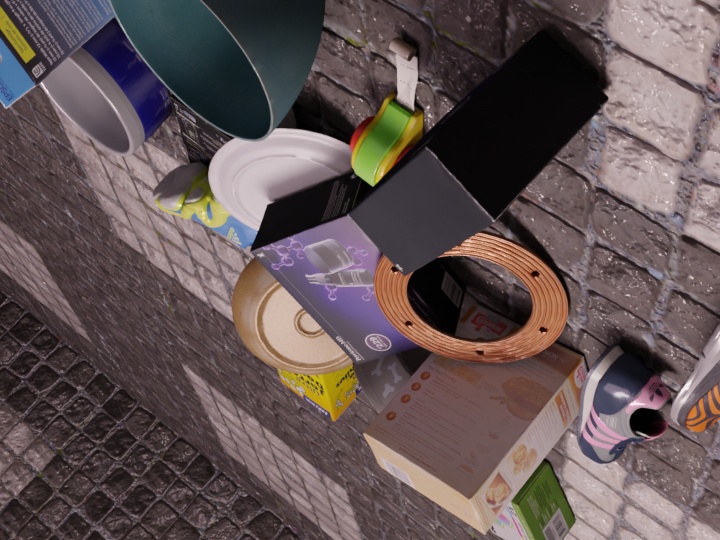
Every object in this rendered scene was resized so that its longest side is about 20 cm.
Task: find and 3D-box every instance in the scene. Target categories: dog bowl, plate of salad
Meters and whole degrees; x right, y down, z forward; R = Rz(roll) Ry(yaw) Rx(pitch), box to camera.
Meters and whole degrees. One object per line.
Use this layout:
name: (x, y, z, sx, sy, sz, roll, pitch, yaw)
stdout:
dog bowl: (-0.339, -0.247, 1.561, 0.199, 0.079, 0.201, 37, 159, 17)
plate of salad: (-0.066, -0.096, 1.319, 0.198, 0.048, 0.201, 6, 147, 4)
dog bowl: (0.082, 0.150, 1.458, 0.200, 0.059, 0.200, 39, -164, -13)

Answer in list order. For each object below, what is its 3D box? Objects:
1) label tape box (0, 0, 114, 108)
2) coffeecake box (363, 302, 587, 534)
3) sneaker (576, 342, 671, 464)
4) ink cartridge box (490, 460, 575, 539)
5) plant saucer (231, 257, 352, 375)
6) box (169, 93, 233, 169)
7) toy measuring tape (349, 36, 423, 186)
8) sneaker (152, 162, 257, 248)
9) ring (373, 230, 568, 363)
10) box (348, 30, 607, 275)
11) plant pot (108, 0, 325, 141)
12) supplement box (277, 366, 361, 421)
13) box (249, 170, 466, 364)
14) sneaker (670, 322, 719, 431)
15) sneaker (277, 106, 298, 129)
label tape box: (-0.367, -0.299, 1.333, 0.066, 0.200, 0.144, 20, 150, 50)
coffeecake box: (0.128, 0.152, 1.297, 0.153, 0.200, 0.073, 27, 155, 38)
sneaker: (0.268, 0.156, 1.228, 0.082, 0.070, 0.201, 35, 160, 28)
ink cartridge box: (0.180, 0.292, 1.658, 0.199, 0.076, 0.148, 22, 151, 42)
plant saucer: (-0.060, 0.055, 1.489, 0.201, 0.199, 0.036, 53, -165, -26)
box: (-0.133, -0.126, 1.464, 0.199, 0.044, 0.161, 35, 159, 21)
toy measuring tape: (0.023, -0.130, 1.123, 0.073, 0.074, 0.201, 36, 159, 18)
sneaker: (-0.177, -0.070, 1.485, 0.199, 0.076, 0.105, 14, 146, 53)
ring: (0.111, 0.024, 1.224, 0.198, 0.019, 0.202, 9, 140, 8)
box: (0.086, -0.087, 0.965, 0.079, 0.141, 0.200, 43, 160, -5)
plant pot: (-0.108, -0.234, 1.067, 0.199, 0.135, 0.201, 36, 159, 17)
supplement box: (-0.053, 0.099, 1.665, 0.108, 0.110, 0.201, 34, 158, 24)
box: (0.000, 0.000, 1.308, 0.140, 0.079, 0.200, -17, 129, 36)
sneaker: (0.329, 0.106, 1.004, 0.112, 0.078, 0.201, 37, 159, 19)
sneaker: (-0.139, -0.189, 1.288, 0.074, 0.087, 0.201, 12, 145, 50)
